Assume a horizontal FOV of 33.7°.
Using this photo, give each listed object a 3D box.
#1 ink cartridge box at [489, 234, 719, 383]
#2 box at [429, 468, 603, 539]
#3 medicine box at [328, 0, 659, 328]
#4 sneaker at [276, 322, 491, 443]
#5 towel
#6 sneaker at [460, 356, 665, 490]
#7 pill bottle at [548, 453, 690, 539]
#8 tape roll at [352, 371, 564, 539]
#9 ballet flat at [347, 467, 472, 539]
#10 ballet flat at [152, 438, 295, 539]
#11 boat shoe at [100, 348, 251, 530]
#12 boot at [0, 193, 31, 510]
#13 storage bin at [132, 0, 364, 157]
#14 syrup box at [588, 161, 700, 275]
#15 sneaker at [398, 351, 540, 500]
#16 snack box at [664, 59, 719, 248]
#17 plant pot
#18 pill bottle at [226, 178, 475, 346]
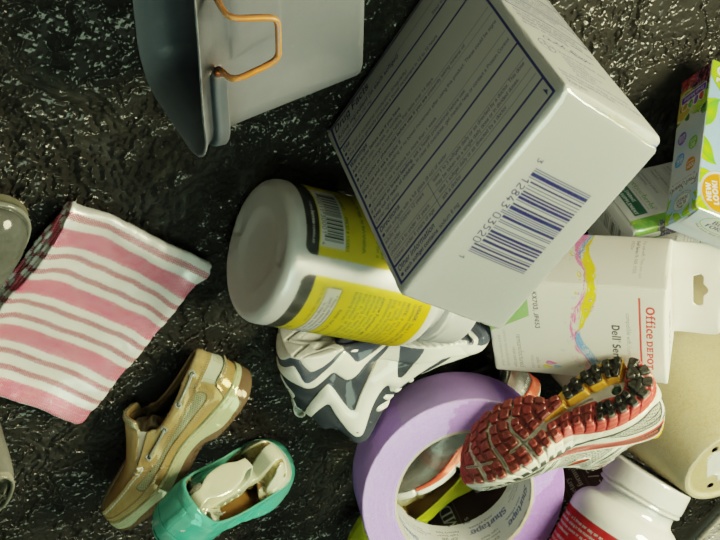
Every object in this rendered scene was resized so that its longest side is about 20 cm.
[{"bbox_3d":[0.215,0.033,1.049,0.196,0.068,0.118,3,133,19],"label":"ink cartridge box"},{"bbox_3d":[0.200,0.292,1.301,0.198,0.167,0.165,-30,137,3],"label":"box"},{"bbox_3d":[0.086,-0.098,0.864,0.102,0.201,0.183,20,121,-34],"label":"medicine box"},{"bbox_3d":[0.020,0.095,1.101,0.196,0.080,0.131,-12,136,-14],"label":"sneaker"},{"bbox_3d":[-0.229,0.042,0.966,0.145,0.030,0.200,23,118,-43],"label":"towel"},{"bbox_3d":[0.179,0.154,1.056,0.198,0.079,0.082,-23,130,20],"label":"sneaker"},{"bbox_3d":[0.230,0.281,1.131,0.111,0.112,0.202,25,94,-39],"label":"pill bottle"},{"bbox_3d":[0.093,0.203,1.146,0.196,0.066,0.204,-3,110,-8],"label":"tape roll"},{"bbox_3d":[0.055,0.237,1.256,0.199,0.067,0.067,-37,143,2],"label":"ballet flat"},{"bbox_3d":[-0.106,0.193,1.082,0.070,0.068,0.199,-45,169,32],"label":"ballet flat"},{"bbox_3d":[-0.184,0.146,1.072,0.076,0.072,0.201,32,105,-26],"label":"boat shoe"},{"bbox_3d":[-0.281,0.070,0.849,0.072,0.201,0.182,21,120,-38],"label":"boot"},{"bbox_3d":[-0.065,-0.190,0.765,0.133,0.146,0.202,-20,137,-21],"label":"storage bin"},{"bbox_3d":[0.318,-0.053,1.100,0.197,0.079,0.082,-14,135,-12],"label":"syrup box"},{"bbox_3d":[0.083,0.147,1.197,0.199,0.077,0.082,-38,117,4],"label":"sneaker"},{"bbox_3d":[0.362,-0.075,1.016,0.197,0.144,0.053,20,156,-14],"label":"snack box"},{"bbox_3d":[0.303,0.113,1.156,0.184,0.201,0.189,-13,132,-15],"label":"plant pot"},{"bbox_3d":[0.000,0.000,0.978,0.197,0.115,0.115,12,125,-32],"label":"pill bottle"}]
